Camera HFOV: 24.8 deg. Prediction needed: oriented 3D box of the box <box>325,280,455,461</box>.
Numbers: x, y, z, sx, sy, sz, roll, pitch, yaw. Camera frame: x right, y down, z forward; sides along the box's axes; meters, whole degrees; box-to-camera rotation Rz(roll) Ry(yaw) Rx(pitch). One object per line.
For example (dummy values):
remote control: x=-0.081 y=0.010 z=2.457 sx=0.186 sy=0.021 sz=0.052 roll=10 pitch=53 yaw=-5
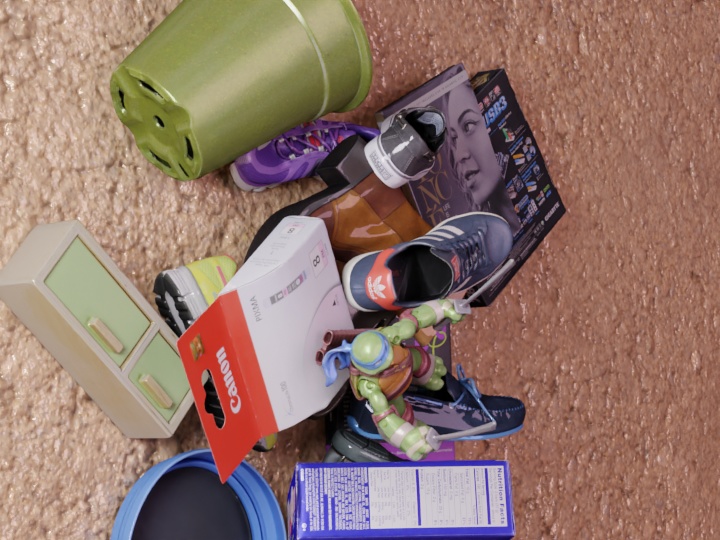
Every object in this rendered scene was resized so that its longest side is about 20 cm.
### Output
box: x=0.029 y=0.110 z=1.701 sx=0.142 sy=0.036 sz=0.202 roll=1 pitch=87 yaw=-29

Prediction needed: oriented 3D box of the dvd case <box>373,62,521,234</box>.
dvd case: x=0.098 y=-0.106 z=1.771 sx=0.148 sy=0.016 sz=0.202 roll=-34 pitch=109 yaw=-41

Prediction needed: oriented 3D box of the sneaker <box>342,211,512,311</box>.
sneaker: x=0.083 y=-0.005 z=1.570 sx=0.199 sy=0.084 sz=0.076 roll=-23 pitch=101 yaw=-31

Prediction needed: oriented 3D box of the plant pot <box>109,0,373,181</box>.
plant pot: x=-0.123 y=-0.182 z=1.505 sx=0.190 sy=0.199 sz=0.201 roll=-41 pitch=116 yaw=-27

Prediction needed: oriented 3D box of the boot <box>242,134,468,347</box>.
boot: x=0.000 y=0.000 z=1.607 sx=0.200 sy=0.068 sz=0.189 roll=49 pitch=65 yaw=-21

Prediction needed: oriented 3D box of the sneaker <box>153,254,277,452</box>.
sneaker: x=-0.114 y=0.075 z=1.536 sx=0.090 sy=0.078 sz=0.202 roll=-32 pitch=109 yaw=-32

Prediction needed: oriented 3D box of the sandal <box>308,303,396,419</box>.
sandal: x=-0.004 y=0.059 z=1.635 sx=0.082 sy=0.055 sz=0.200 roll=46 pitch=71 yaw=-12

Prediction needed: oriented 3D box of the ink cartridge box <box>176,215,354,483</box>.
ink cartridge box: x=-0.076 y=0.072 z=1.477 sx=0.200 sy=0.057 sz=0.164 roll=-55 pitch=139 yaw=-47

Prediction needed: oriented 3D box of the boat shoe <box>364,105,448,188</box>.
boat shoe: x=0.056 y=-0.134 z=1.616 sx=0.070 sy=0.066 sz=0.200 roll=53 pitch=18 yaw=0

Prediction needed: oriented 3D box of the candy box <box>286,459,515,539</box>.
candy box: x=0.034 y=0.227 z=1.525 sx=0.198 sy=0.169 sz=0.078 roll=1 pitch=72 yaw=-5

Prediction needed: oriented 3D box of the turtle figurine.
turtle figurine: x=0.068 y=0.106 z=1.519 sx=0.194 sy=0.198 sz=0.145 roll=71 pitch=3 yaw=-73

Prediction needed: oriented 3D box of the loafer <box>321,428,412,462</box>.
loafer: x=0.045 y=0.227 z=1.655 sx=0.199 sy=0.072 sz=0.063 roll=29 pitch=97 yaw=-19

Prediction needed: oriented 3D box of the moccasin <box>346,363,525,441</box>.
moccasin: x=0.084 y=0.134 z=1.661 sx=0.198 sy=0.080 sz=0.069 roll=1 pitch=98 yaw=-30

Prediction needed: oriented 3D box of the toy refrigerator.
toy refrigerator: x=-0.224 y=0.054 z=1.436 sx=0.201 sy=0.070 sz=0.076 roll=54 pitch=51 yaw=-29

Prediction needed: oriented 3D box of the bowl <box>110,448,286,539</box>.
bowl: x=-0.151 y=0.267 z=1.514 sx=0.200 sy=0.039 sz=0.203 roll=7 pitch=81 yaw=-46

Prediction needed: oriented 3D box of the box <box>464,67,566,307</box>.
box: x=0.137 y=-0.094 z=1.855 sx=0.200 sy=0.049 sz=0.200 roll=-47 pitch=118 yaw=-38

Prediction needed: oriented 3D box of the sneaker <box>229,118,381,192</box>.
sneaker: x=-0.052 y=-0.127 z=1.629 sx=0.199 sy=0.083 sz=0.082 roll=-12 pitch=94 yaw=-46
